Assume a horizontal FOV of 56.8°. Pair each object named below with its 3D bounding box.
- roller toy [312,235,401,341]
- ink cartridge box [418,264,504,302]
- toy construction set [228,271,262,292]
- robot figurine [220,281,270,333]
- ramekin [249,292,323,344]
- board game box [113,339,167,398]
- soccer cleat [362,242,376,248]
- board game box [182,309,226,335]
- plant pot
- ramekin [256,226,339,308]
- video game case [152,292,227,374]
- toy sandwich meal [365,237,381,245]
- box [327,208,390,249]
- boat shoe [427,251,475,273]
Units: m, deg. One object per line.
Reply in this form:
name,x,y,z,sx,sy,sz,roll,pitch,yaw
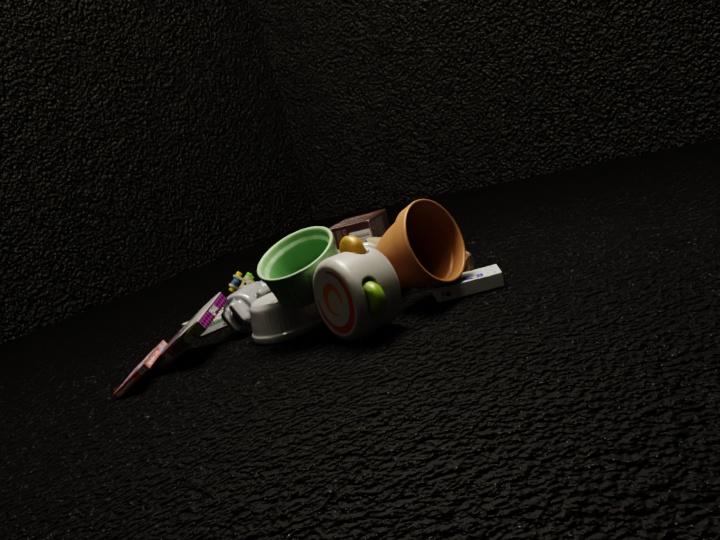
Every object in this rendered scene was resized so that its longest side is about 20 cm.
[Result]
roller toy,-0.005,0.045,1.447,0.138,0.200,0.184,-21,-33,-35
ink cartridge box,0.234,0.034,1.566,0.197,0.040,0.100,-13,10,8
toy construction set,-0.290,0.064,1.994,0.197,0.094,0.131,12,-7,-20
robot figurine,-0.299,0.098,1.829,0.169,0.113,0.200,-40,-2,26
ramekin,-0.187,0.105,1.675,0.199,0.096,0.202,-15,10,3
board game box,-0.524,0.233,1.598,0.103,0.019,0.200,-44,10,3
soccer cleat,-0.026,-0.031,1.843,0.199,0.069,0.078,-37,22,37
board game box,-0.422,0.144,2.004,0.198,0.035,0.125,-23,13,-34
plant pot,0.130,-0.046,1.550,0.199,0.202,0.139,-26,-2,-45
ramekin,-0.135,-0.004,1.566,0.197,0.099,0.201,-21,30,13
video game case,-0.431,0.155,1.690,0.181,0.036,0.200,-42,11,15
toy sandwich meal,0.069,-0.029,1.902,0.201,0.071,0.206,3,24,-1
box,0.005,-0.094,2.240,0.162,0.169,0.200,-12,10,21
boat shoe,0.208,0.001,1.684,0.073,0.077,0.199,-18,0,-31
